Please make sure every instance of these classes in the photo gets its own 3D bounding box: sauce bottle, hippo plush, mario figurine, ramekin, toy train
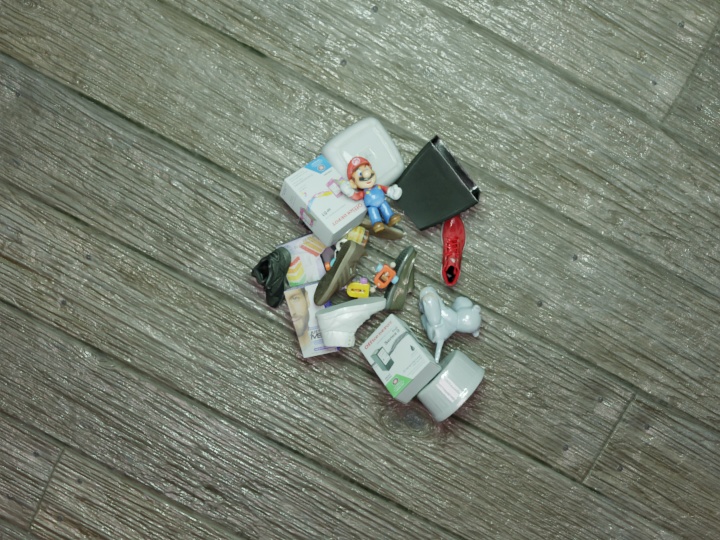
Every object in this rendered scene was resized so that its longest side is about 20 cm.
[{"bbox_3d":[-0.075,-0.115,1.700,0.197,0.066,0.067,17,100,-9],"label":"sauce bottle"},{"bbox_3d":[0.255,0.121,1.714,0.158,0.201,0.161,-12,120,-3],"label":"hippo plush"},{"bbox_3d":[0.028,-0.203,1.578,0.105,0.123,0.202,-30,86,37],"label":"mario figurine"},{"bbox_3d":[0.249,0.320,1.737,0.098,0.200,0.201,44,99,3],"label":"ramekin"},{"bbox_3d":[0.000,0.000,1.720,0.199,0.056,0.151,32,103,-8],"label":"toy train"}]

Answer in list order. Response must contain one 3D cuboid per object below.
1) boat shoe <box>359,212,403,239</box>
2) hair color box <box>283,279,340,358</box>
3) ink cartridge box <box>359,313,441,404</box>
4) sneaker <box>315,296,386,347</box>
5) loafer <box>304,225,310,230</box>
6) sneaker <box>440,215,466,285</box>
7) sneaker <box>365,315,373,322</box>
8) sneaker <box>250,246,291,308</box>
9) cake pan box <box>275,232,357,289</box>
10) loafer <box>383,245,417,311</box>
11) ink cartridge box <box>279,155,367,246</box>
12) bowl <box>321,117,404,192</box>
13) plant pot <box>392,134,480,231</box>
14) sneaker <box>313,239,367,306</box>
[{"bbox_3d":[0.031,-0.144,1.737,0.197,0.072,0.066,17,67,-1],"label":"boat shoe"},{"bbox_3d":[-0.132,0.136,1.736,0.108,0.065,0.203,-14,97,18],"label":"hair color box"},{"bbox_3d":[0.108,0.247,1.730,0.146,0.084,0.200,-46,51,8],"label":"ink cartridge box"},{"bbox_3d":[-0.017,0.146,1.683,0.197,0.074,0.117,-14,101,-6],"label":"sneaker"},{"bbox_3d":[-0.093,-0.194,1.736,0.072,0.063,0.201,35,98,-2],"label":"loafer"},{"bbox_3d":[0.263,-0.055,1.712,0.077,0.116,0.203,-2,99,4],"label":"sneaker"},{"bbox_3d":[-0.047,0.141,1.780,0.198,0.081,0.075,-26,97,7],"label":"sneaker"},{"bbox_3d":[-0.262,0.034,1.737,0.076,0.114,0.201,38,133,24],"label":"sneaker"},{"bbox_3d":[-0.122,-0.018,1.775,0.197,0.052,0.187,-18,100,5],"label":"cake pan box"},{"bbox_3d":[0.124,0.027,1.764,0.069,0.075,0.202,18,105,-12],"label":"loafer"},{"bbox_3d":[-0.095,-0.185,1.641,0.144,0.085,0.200,-39,83,-29],"label":"ink cartridge box"},{"bbox_3d":[0.013,-0.307,1.685,0.199,0.075,0.201,-34,95,-8],"label":"bowl"},{"bbox_3d":[0.192,-0.224,1.659,0.177,0.200,0.201,-37,96,19],"label":"plant pot"},{"bbox_3d":[-0.050,0.019,1.655,0.075,0.070,0.201,28,99,-29],"label":"sneaker"}]
